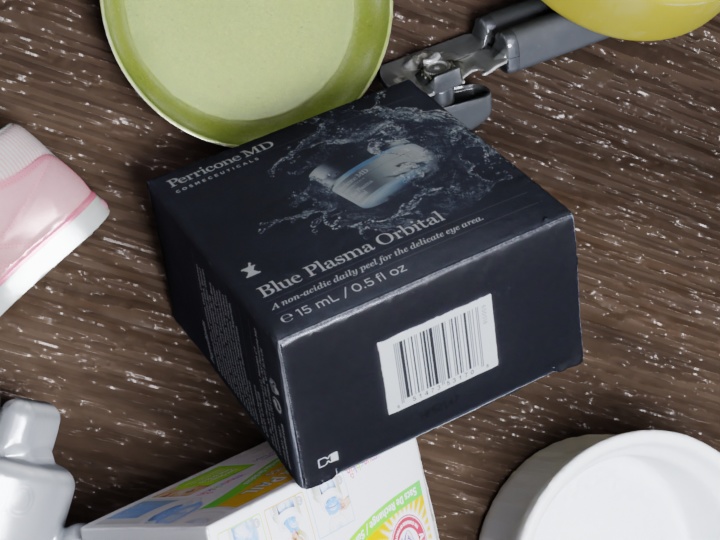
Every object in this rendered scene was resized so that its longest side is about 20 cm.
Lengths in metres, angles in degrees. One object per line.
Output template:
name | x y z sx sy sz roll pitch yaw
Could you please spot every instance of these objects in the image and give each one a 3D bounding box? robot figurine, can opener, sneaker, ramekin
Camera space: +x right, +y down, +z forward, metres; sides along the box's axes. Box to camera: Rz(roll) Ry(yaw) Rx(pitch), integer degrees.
robot figurine | -0.241 0.169 0.963 0.169 0.113 0.201 13 84 12
can opener | 0.105 -0.147 1.128 0.199 0.053 0.067 -21 129 -19
sneaker | -0.256 -0.009 0.978 0.200 0.075 0.105 -46 108 -22
ramekin | 0.178 0.208 1.118 0.200 0.098 0.202 0 90 -20

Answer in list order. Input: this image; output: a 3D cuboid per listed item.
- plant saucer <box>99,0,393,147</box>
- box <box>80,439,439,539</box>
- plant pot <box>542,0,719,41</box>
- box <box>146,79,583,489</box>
plant saucer | -0.076 -0.180 1.066 0.199 0.031 0.201 0 90 -19
box | -0.054 0.171 0.985 0.200 0.112 0.102 -20 99 -51
plant pot | 0.207 -0.281 1.056 0.200 0.189 0.202 6 69 -16
box | 0.000 0.000 0.990 0.196 0.200 0.118 -23 129 -18
